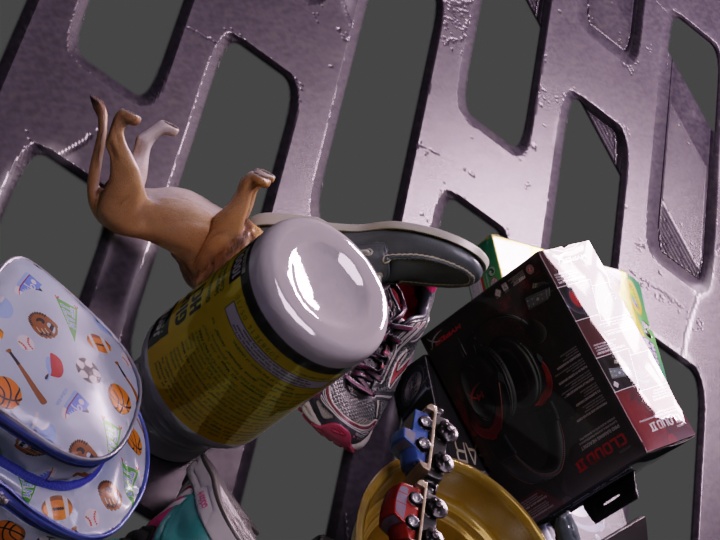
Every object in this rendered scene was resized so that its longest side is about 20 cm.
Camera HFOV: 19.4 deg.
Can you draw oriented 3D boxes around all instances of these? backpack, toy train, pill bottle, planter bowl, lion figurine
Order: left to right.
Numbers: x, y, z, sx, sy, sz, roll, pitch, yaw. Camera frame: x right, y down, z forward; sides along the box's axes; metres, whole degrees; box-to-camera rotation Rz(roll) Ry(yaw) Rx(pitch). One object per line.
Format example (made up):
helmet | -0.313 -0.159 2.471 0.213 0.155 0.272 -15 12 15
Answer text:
backpack | -0.225 0.100 1.362 0.191 0.154 0.200 46 37 -21
lion figurine | -0.141 -0.040 1.607 0.200 0.123 0.072 28 8 -6
pill bottle | -0.083 0.056 1.489 0.112 0.200 0.112 26 45 -30
toy train | 0.034 0.172 1.459 0.046 0.034 0.200 23 46 -13
planter bowl | 0.052 0.241 1.525 0.200 0.083 0.200 26 45 -29

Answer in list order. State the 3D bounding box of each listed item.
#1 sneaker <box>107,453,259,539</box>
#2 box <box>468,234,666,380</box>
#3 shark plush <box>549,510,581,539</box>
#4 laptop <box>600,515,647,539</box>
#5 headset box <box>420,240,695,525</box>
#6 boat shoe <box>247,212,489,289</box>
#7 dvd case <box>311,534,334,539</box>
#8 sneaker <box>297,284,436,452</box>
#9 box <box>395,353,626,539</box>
sneaker | -0.132 0.195 1.430 0.084 0.121 0.200 57 -2 -5
box | 0.188 0.044 1.895 0.200 0.048 0.117 13 52 -36
shark plush | 0.185 0.261 1.494 0.091 0.083 0.200 -5 73 -68
laptop | 0.229 0.319 1.670 0.177 0.103 0.200 -19 106 -51
headset box | 0.159 0.100 1.668 0.075 0.149 0.200 -12 70 -48
boat shoe | 0.000 0.000 1.656 0.073 0.200 0.062 72 28 -59
dvd case | 0.017 0.307 1.538 0.150 0.025 0.200 30 43 -26
sneaker | 0.005 0.060 1.676 0.081 0.075 0.200 39 41 -17
box | 0.127 0.163 1.742 0.200 0.044 0.160 15 51 -37
